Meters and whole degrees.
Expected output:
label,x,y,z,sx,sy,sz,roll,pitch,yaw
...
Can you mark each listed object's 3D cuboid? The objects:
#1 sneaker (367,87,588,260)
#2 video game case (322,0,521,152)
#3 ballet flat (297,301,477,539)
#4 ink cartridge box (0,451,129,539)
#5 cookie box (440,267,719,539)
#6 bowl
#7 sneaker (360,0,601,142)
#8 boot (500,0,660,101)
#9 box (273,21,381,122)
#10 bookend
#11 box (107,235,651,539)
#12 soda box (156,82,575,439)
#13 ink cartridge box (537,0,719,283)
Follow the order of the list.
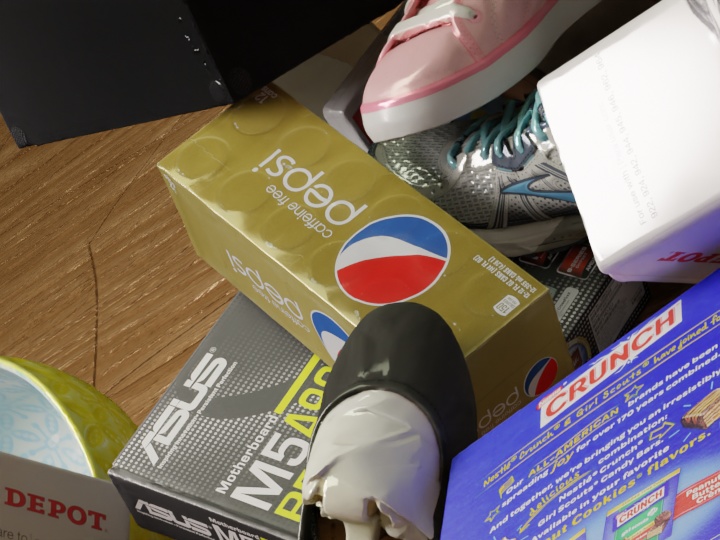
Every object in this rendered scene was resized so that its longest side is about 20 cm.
label,x,y,z,sx,sy,sz,roll,pitch,yaw
sneaker,0.090,-0.057,1.227,0.200,0.086,0.078,3,48,27
video game case,0.073,-0.098,1.432,0.017,0.143,0.200,4,50,46
ballet flat,0.005,0.110,1.098,0.068,0.068,0.201,22,-106,-75
ink cartridge box,-0.201,0.191,1.268,0.146,0.146,0.200,-30,52,44
cookie box,0.108,0.094,0.983,0.171,0.075,0.200,-38,18,24
bowl,-0.147,0.139,1.432,0.108,0.201,0.200,-1,-22,-43
sneaker,0.049,-0.140,1.260,0.075,0.105,0.200,-12,23,48
boot,0.111,-0.144,1.392,0.070,0.200,0.147,22,85,34
box,-0.009,-0.086,1.498,0.078,0.200,0.095,-46,16,-1
bookend,-0.061,-0.150,1.357,0.199,0.092,0.200,-34,16,-33
box,0.010,0.048,1.255,0.160,0.044,0.200,18,58,32
soda box,0.000,0.000,1.227,0.068,0.064,0.200,-38,48,-16
ink cartridge box,0.187,-0.073,1.040,0.200,0.084,0.145,-31,-22,36
